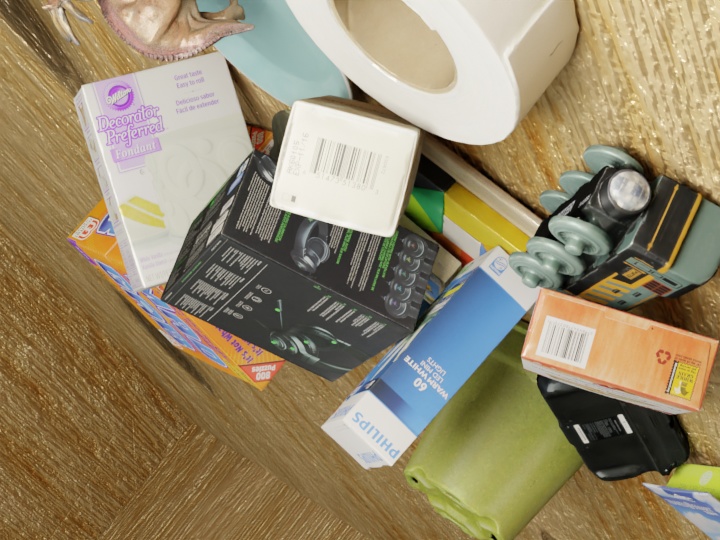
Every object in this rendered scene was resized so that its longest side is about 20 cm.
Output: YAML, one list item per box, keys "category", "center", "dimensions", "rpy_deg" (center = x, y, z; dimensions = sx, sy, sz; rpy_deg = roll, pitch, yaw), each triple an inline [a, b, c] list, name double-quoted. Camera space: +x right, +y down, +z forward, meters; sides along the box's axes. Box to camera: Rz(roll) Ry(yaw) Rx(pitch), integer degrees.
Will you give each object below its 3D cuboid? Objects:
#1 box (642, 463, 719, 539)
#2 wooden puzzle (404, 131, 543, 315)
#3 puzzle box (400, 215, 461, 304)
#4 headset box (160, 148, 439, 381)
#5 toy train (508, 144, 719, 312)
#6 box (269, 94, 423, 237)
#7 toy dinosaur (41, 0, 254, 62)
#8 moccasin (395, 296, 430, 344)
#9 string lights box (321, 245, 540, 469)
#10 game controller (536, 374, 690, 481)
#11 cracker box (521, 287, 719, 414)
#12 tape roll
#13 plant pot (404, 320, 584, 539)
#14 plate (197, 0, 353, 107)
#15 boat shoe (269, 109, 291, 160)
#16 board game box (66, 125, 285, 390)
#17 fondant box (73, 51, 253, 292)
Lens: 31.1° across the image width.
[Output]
- category: "box"
  center: [0.385, 0.251, 1.255]
  dimensions: [0.200, 0.048, 0.122]
  rpy_deg: [38, 165, -12]
- category: "wooden puzzle"
  center: [0.099, -0.036, 1.142]
  dimensions: [0.200, 0.037, 0.185]
  rpy_deg: [34, 163, 15]
- category: "puzzle box"
  center: [0.040, -0.021, 1.262]
  dimensions: [0.133, 0.025, 0.200]
  rpy_deg: [41, 174, 10]
- category: "headset box"
  center: [-0.050, 0.005, 1.150]
  dimensions: [0.200, 0.093, 0.174]
  rpy_deg: [27, 151, -14]
- category: "toy train"
  center: [0.183, -0.019, 0.935]
  dimensions: [0.114, 0.085, 0.200]
  rpy_deg: [29, 164, -1]
- category: "box"
  center: [-0.004, -0.084, 0.980]
  dimensions: [0.095, 0.078, 0.200]
  rpy_deg: [14, -170, 1]
- category: "toy dinosaur"
  center: [-0.175, -0.210, 1.007]
  dimensions: [0.200, 0.136, 0.086]
  rpy_deg: [41, 158, 16]
- category: "moccasin"
  center: [0.080, 0.084, 1.437]
  dimensions: [0.068, 0.080, 0.200]
  rpy_deg: [30, 162, 42]
- category: "string lights box"
  center: [0.061, 0.077, 1.103]
  dimensions: [0.059, 0.200, 0.103]
  rpy_deg: [44, 164, -2]
- category: "game controller"
  center: [0.242, 0.140, 1.229]
  dimensions: [0.104, 0.042, 0.200]
  rpy_deg: [-9, 138, 26]
- category: "cracker box"
  center: [0.198, 0.068, 1.019]
  dimensions: [0.134, 0.058, 0.200]
  rpy_deg: [17, 176, 10]
- category: "tape roll"
  center: [0.040, -0.174, 0.836]
  dimensions: [0.202, 0.071, 0.203]
  rpy_deg: [36, 163, 12]
- category: "plant pot"
  center: [0.149, 0.178, 1.347]
  dimensions: [0.200, 0.184, 0.200]
  rpy_deg: [35, 164, 11]
- category: "plate"
  center: [-0.079, -0.206, 1.097]
  dimensions: [0.200, 0.026, 0.200]
  rpy_deg: [35, 163, 13]
- category: "boat shoe"
  center: [-0.044, -0.107, 1.214]
  dimensions: [0.200, 0.074, 0.076]
  rpy_deg: [138, 124, -81]
- category: "board game box"
  center: [-0.156, -0.027, 1.431]
  dimensions: [0.200, 0.200, 0.200]
  rpy_deg: [19, 155, 50]
- category: "fondant box"
  center: [-0.176, -0.095, 1.247]
  dimensions: [0.058, 0.144, 0.201]
  rpy_deg: [-17, 90, 71]
